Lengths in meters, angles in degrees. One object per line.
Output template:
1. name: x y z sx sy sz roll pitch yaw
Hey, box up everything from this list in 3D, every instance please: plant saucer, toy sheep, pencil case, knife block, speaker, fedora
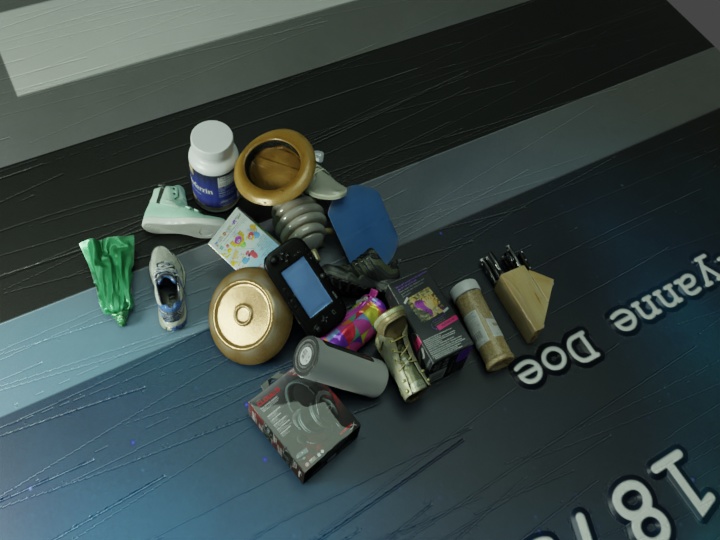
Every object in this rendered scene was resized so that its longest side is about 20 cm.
1. plant saucer: -0.235 0.093 1.517 0.196 0.035 0.205 -2 84 18
2. toy sheep: -0.133 -0.105 1.668 0.136 0.139 0.202 -22 64 -20
3. pencil case: -0.027 0.129 1.559 0.088 0.089 0.199 39 61 17
4. knife block: 0.343 0.044 1.674 0.172 0.064 0.203 19 58 5
5. speaker: -0.036 0.195 1.459 0.198 0.081 0.083 24 47 -39
6. fedora: -0.180 -0.214 1.618 0.196 0.082 0.205 -7 64 14

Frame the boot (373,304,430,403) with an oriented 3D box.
1. boot: 0.087 0.171 1.480 0.071 0.201 0.157 -21 63 -13

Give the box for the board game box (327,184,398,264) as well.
1. board game box: 0.001 -0.095 1.705 0.157 0.039 0.203 -29 98 -34

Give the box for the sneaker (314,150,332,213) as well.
1. sneaker: -0.099 -0.220 1.772 0.197 0.076 0.116 29 61 15

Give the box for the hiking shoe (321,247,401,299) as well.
1. hiking shoe: 0.000 0.000 1.631 0.196 0.076 0.103 12 65 -24

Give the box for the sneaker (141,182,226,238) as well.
1. sneaker: -0.393 -0.144 1.683 0.195 0.074 0.121 5 64 -1

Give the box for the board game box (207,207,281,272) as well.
1. board game box: -0.216 -0.025 1.600 0.199 0.103 0.105 41 90 18

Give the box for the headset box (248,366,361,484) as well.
1. headset box: -0.118 0.288 1.452 0.148 0.078 0.200 -34 69 -25

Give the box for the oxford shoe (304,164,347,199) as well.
1. oxford shoe: -0.111 -0.217 1.672 0.198 0.059 0.075 33 42 32

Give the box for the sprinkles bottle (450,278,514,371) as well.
1. sprinkles bottle: 0.266 0.119 1.614 0.067 0.069 0.203 -14 62 -16

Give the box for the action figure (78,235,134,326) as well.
1. action figure: -0.528 0.026 1.575 0.116 0.055 0.204 -11 67 -16

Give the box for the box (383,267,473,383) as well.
1. box: 0.137 0.120 1.563 0.104 0.123 0.202 -20 62 -18

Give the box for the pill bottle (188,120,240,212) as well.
1. pill bottle: -0.333 -0.237 1.678 0.113 0.202 0.118 3 56 -5

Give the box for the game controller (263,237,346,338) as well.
1. game controller: -0.112 0.035 1.501 0.103 0.042 0.202 -35 96 -15

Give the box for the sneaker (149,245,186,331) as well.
1. sneaker: -0.410 0.022 1.574 0.075 0.086 0.203 -13 60 -15
